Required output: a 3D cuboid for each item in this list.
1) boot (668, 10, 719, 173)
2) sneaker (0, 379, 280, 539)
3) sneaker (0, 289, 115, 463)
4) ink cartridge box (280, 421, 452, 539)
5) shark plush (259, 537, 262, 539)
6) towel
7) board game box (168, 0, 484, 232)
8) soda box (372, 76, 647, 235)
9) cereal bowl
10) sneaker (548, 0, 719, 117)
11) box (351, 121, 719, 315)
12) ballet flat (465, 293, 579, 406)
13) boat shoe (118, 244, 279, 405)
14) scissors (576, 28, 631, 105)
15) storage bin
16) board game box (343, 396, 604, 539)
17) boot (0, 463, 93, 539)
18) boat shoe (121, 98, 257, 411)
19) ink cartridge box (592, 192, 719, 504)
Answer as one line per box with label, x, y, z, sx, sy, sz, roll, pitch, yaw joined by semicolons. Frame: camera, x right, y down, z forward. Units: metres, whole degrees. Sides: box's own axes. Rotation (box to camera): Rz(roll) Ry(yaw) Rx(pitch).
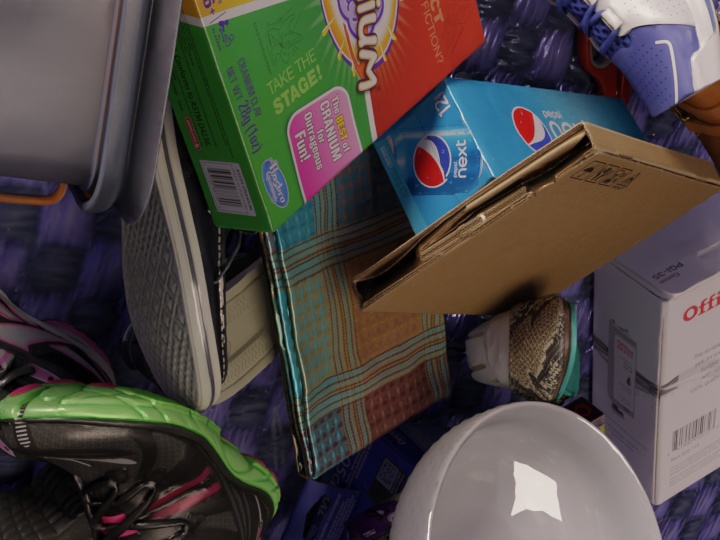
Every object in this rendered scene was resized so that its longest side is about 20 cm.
boot;0.233;-0.088;0.843;0.074;0.201;0.154;-41;151;13
sneaker;-0.106;0.113;0.691;0.200;0.076;0.085;42;58;-49
sneaker;-0.187;0.049;0.699;0.199;0.086;0.081;26;100;-44
ink cartridge box;0.040;0.182;0.964;0.198;0.076;0.138;12;108;-42
shark plush;-0.036;0.217;0.875;0.197;0.092;0.084;1;136;1
towel;0.000;0.000;0.789;0.146;0.021;0.203;-25;112;-46
board game box;-0.020;-0.137;0.673;0.200;0.040;0.155;-45;129;-39
soda box;0.101;-0.063;0.820;0.064;0.068;0.199;-39;158;34
cereal bowl;0.091;0.186;0.832;0.198;0.083;0.203;14;67;-34
sneaker;0.110;-0.170;0.758;0.114;0.202;0.081;-21;174;-8
box;0.107;-0.021;0.794;0.163;0.021;0.199;-35;161;27
ballet flat;0.105;0.057;0.897;0.200;0.074;0.069;48;45;-76
boat shoe;-0.050;0.009;0.802;0.199;0.067;0.073;-31;113;-36
scissors;0.163;-0.105;0.923;0.072;0.014;0.203;-15;126;-33
storage bin;-0.167;-0.103;0.556;0.132;0.200;0.147;1;117;-25
board game box;0.081;0.176;0.925;0.198;0.032;0.121;-24;131;-25
boot;-0.200;0.185;0.795;0.198;0.068;0.132;-17;132;-27
boat shoe;-0.086;-0.031;0.693;0.062;0.074;0.203;-8;90;-35
ink cartridge box;0.254;0.054;1.041;0.145;0.083;0.202;-24;130;-23
